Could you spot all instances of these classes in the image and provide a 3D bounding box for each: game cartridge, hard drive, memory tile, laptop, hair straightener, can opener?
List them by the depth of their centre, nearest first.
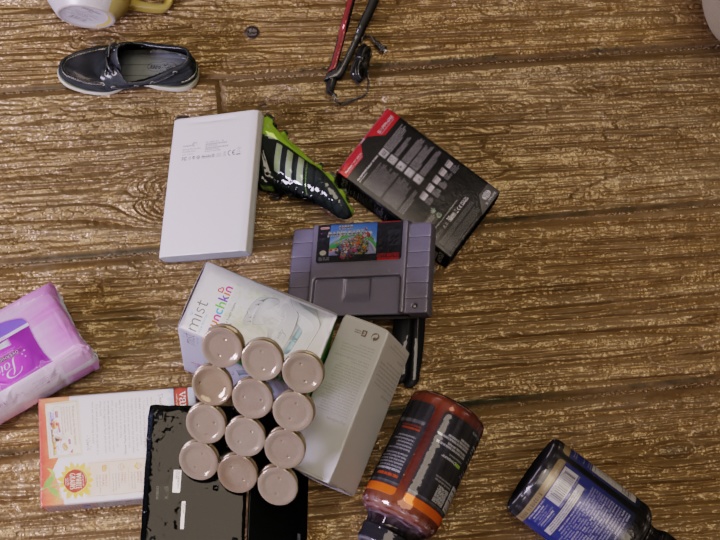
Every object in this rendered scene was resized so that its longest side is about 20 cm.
[{"bbox_3d":[-0.129,0.169,1.431,0.151,0.017,0.203,15,110,4],"label":"memory tile"},{"bbox_3d":[-0.164,0.266,1.520,0.197,0.103,0.180,1,71,-1],"label":"laptop"},{"bbox_3d":[0.000,0.000,1.617,0.197,0.038,0.132,-3,74,19],"label":"game cartridge"},{"bbox_3d":[0.064,0.056,1.638,0.063,0.078,0.203,12,69,-43],"label":"can opener"},{"bbox_3d":[-0.200,-0.114,1.652,0.130,0.026,0.203,-4,70,20],"label":"hard drive"},{"bbox_3d":[0.001,-0.325,1.760,0.076,0.041,0.203,16,71,0],"label":"hair straightener"}]

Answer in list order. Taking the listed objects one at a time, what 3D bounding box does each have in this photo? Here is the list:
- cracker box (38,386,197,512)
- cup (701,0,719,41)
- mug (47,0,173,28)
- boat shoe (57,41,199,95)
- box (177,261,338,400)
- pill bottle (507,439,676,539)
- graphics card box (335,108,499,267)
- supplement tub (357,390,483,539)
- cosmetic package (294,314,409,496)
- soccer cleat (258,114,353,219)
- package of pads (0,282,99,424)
[{"bbox_3d":[-0.300,0.224,1.538,0.197,0.058,0.136,-4,73,-6],"label":"cracker box"},{"bbox_3d":[0.579,-0.403,1.789,0.197,0.143,0.203,2,72,-5],"label":"cup"},{"bbox_3d":[-0.358,-0.425,1.709,0.183,0.150,0.156,3,79,2],"label":"mug"},{"bbox_3d":[-0.324,-0.287,1.701,0.196,0.066,0.076,5,71,-4],"label":"boat shoe"},{"bbox_3d":[-0.128,0.088,1.525,0.174,0.200,0.098,21,71,1],"label":"box"},{"bbox_3d":[0.293,0.314,1.538,0.199,0.112,0.112,36,72,7],"label":"pill bottle"},{"bbox_3d":[0.078,-0.114,1.692,0.199,0.051,0.126,36,71,8],"label":"graphics card box"},{"bbox_3d":[0.070,0.260,1.537,0.106,0.107,0.202,28,71,4],"label":"supplement tub"},{"bbox_3d":[-0.015,0.171,1.541,0.073,0.102,0.202,18,77,25],"label":"cosmetic package"},{"bbox_3d":[-0.093,-0.127,1.678,0.200,0.068,0.081,43,82,16],"label":"soccer cleat"},{"bbox_3d":[-0.442,0.116,1.542,0.198,0.076,0.121,-31,60,-15],"label":"package of pads"}]
